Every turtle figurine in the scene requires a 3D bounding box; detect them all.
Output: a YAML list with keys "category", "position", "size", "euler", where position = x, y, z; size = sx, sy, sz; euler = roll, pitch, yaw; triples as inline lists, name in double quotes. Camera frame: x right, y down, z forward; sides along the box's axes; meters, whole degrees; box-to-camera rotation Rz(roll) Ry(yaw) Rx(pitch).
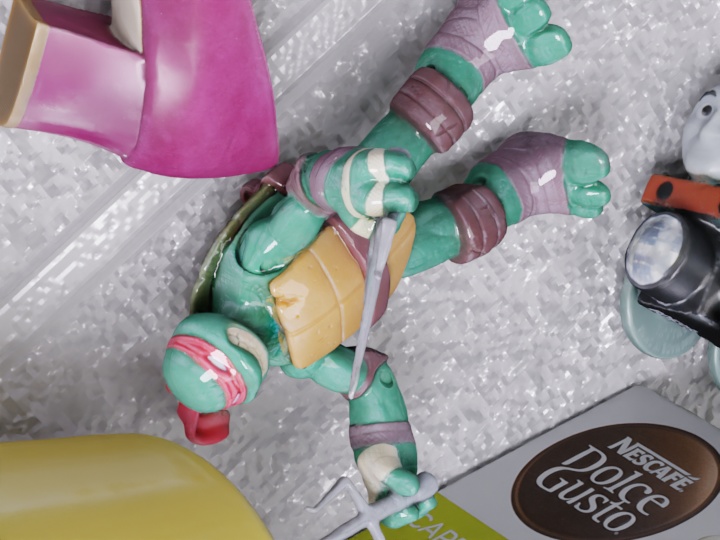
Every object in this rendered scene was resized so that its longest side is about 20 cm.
- category: "turtle figurine"
  position: [0.000, 0.000, 0.897]
  size: [0.200, 0.101, 0.150]
  euler: [-46, 150, -28]

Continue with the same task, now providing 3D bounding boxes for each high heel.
- category: "high heel"
  position: [-0.041, -0.121, 0.833]
  size: [0.096, 0.067, 0.201]
  euler: [10, 109, -25]

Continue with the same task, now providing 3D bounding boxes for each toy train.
- category: "toy train"
  position: [0.183, 0.003, 1.034]
  size: [0.200, 0.085, 0.114]
  euler: [27, 82, -36]

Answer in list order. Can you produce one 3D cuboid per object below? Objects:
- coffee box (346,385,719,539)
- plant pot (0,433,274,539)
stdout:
- category: "coffee box"
  position: [0.100, 0.194, 0.982]
  size: [0.197, 0.200, 0.201]
  euler: [-26, 121, -22]
- category: "plant pot"
  position: [-0.123, 0.135, 0.828]
  size: [0.189, 0.200, 0.201]
  euler: [-17, 120, -43]
